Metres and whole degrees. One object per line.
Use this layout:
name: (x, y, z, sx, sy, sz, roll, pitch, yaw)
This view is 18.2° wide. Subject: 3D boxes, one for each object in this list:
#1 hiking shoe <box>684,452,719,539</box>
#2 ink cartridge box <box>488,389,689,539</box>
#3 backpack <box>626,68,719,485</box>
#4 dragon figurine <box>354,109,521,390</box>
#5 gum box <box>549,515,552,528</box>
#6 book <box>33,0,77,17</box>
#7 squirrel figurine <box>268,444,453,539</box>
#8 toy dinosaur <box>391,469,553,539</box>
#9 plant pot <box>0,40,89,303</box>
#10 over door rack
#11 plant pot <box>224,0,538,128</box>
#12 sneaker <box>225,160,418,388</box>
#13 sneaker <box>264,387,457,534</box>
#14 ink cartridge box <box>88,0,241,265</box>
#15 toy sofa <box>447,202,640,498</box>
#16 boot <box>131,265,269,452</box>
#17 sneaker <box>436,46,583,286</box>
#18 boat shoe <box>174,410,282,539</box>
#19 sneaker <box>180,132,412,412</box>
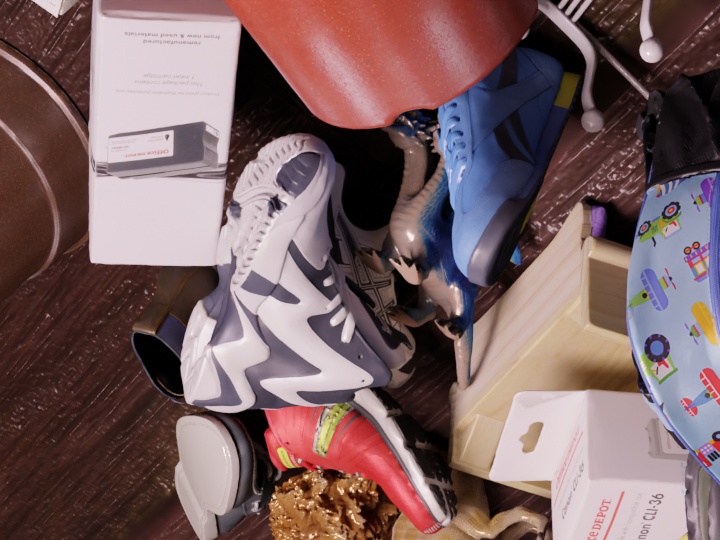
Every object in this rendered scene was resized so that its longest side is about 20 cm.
hiking shoe: (0.246, 0.088, 1.265, 0.100, 0.201, 0.076, 14, 169, 20)
ink cartridge box: (0.184, 0.133, 1.368, 0.199, 0.068, 0.117, 4, 144, -4)
backpack: (0.218, 0.010, 1.137, 0.134, 0.201, 0.183, -17, 130, 36)
dragon figurine: (0.058, -0.013, 1.384, 0.059, 0.100, 0.200, 13, 145, 44)
gum box: (0.141, 0.252, 1.475, 0.066, 0.200, 0.114, 5, 132, 31)
book: (-0.206, -0.268, 1.349, 0.133, 0.048, 0.200, 32, 138, 8)
squirrel figurine: (-0.020, 0.202, 1.552, 0.185, 0.142, 0.201, 0, 117, -8)
toy dinosaur: (0.073, 0.167, 1.451, 0.101, 0.201, 0.058, 10, 144, 13)
plant pot: (-0.307, -0.033, 1.520, 0.199, 0.198, 0.201, 19, 136, 19)
over door rack: (0.188, -0.117, 1.202, 0.200, 0.067, 0.148, 37, 140, -1)
plant pot: (-0.010, -0.194, 1.184, 0.200, 0.201, 0.196, -3, 134, 36)
sneaker: (0.000, 0.000, 1.435, 0.076, 0.088, 0.200, 43, 175, 43)
sneaker: (-0.017, 0.106, 1.456, 0.200, 0.085, 0.077, 46, -175, 23)
ink cartridge box: (-0.119, -0.121, 1.338, 0.084, 0.145, 0.201, 2, 137, -7)
toy sofa: (0.132, 0.051, 1.400, 0.082, 0.098, 0.200, 18, 142, -17)
boot: (-0.108, 0.076, 1.561, 0.074, 0.097, 0.201, 5, 130, 30)
sneaker: (0.066, -0.062, 1.234, 0.078, 0.200, 0.066, 24, 127, 0)
boat shoe: (-0.089, 0.136, 1.569, 0.073, 0.062, 0.200, 63, 163, 16)
sneaker: (-0.019, 0.010, 1.332, 0.129, 0.080, 0.200, 10, 121, -20)
